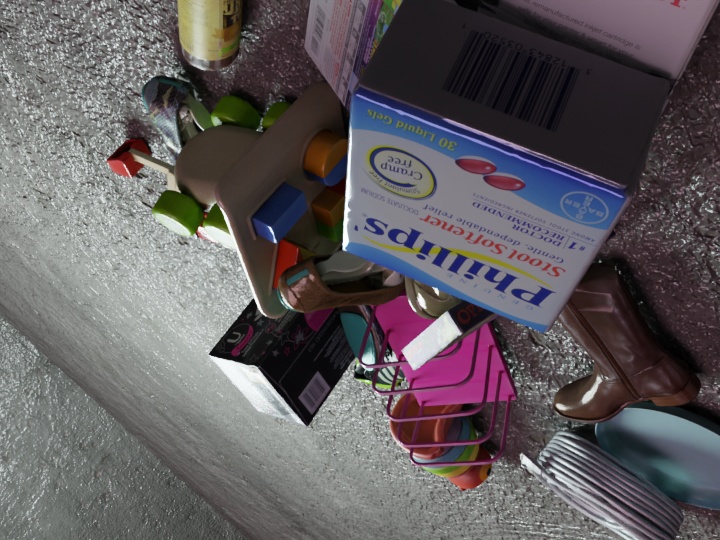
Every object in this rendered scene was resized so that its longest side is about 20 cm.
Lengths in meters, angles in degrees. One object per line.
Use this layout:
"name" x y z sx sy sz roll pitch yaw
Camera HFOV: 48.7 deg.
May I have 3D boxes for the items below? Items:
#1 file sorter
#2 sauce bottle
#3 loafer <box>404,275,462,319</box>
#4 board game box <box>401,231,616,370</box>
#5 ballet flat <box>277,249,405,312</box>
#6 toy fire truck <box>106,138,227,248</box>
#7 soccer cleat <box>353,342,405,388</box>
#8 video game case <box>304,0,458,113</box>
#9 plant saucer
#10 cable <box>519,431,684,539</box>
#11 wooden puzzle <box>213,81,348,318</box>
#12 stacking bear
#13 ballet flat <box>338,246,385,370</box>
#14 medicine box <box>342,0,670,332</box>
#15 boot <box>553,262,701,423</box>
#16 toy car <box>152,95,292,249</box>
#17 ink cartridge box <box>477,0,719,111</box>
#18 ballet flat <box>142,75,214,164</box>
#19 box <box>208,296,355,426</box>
"file sorter" 0.096 0.135 0.985 0.138 0.126 0.201 -9 127 25
"sauce bottle" -0.142 -0.276 0.748 0.064 0.065 0.200 32 153 6
"loafer" 0.075 -0.054 0.764 0.067 0.076 0.202 -5 97 56
"board game box" 0.139 0.022 0.755 0.032 0.199 0.120 54 153 14
"ballet flat" 0.000 0.000 0.856 0.072 0.199 0.068 -42 65 38
"toy fire truck" -0.256 -0.111 1.137 0.199 0.049 0.141 15 145 33
"soccer cleat" 0.037 0.125 1.140 0.080 0.068 0.200 5 153 -10
"video game case" 0.015 -0.191 0.666 0.183 0.023 0.200 57 158 17
"plant saucer" 0.385 0.220 0.961 0.199 0.027 0.201 27 151 16
"cable" 0.327 0.295 1.055 0.199 0.069 0.200 24 165 47
"wooden puzzle" -0.058 -0.066 0.843 0.046 0.185 0.201 23 149 29
"stacking bear" 0.138 0.271 1.230 0.113 0.122 0.200 4 146 41
"ballet flat" 0.002 0.038 1.039 0.074 0.074 0.201 6 128 43
"medicine box" 0.090 -0.068 0.574 0.181 0.103 0.200 22 152 9
"boot" 0.239 0.079 0.861 0.186 0.064 0.200 -23 123 42
"toy car" -0.112 -0.075 0.940 0.157 0.165 0.200 14 158 34
"ink cartridge box" 0.160 -0.170 0.558 0.145 0.084 0.200 29 151 14
"ballet flat" -0.201 -0.151 0.987 0.074 0.074 0.200 18 150 30
"box" -0.084 0.088 1.091 0.114 0.200 0.132 6 140 44
